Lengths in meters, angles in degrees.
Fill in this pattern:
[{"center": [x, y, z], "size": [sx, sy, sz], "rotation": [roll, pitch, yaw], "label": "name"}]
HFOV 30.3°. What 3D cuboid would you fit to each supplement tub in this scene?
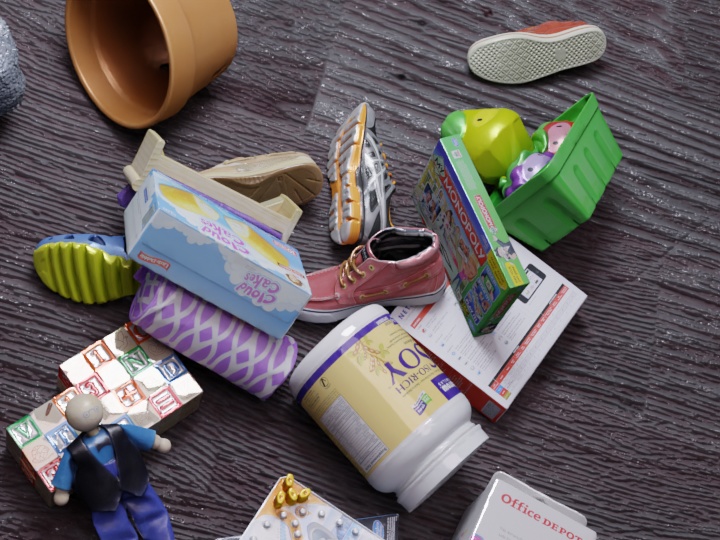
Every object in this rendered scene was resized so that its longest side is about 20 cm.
[{"center": [0.033, 0.155, 1.490], "size": [0.145, 0.146, 0.200], "rotation": [-38, 78, -27], "label": "supplement tub"}]

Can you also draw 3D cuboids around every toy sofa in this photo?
[{"center": [-0.176, -0.075, 1.536], "size": [0.199, 0.083, 0.098], "rotation": [26, 96, -23], "label": "toy sofa"}]

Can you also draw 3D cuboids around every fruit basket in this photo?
[{"center": [0.208, -0.150, 1.678], "size": [0.215, 0.155, 0.217], "rotation": [22, 51, -29], "label": "fruit basket"}]

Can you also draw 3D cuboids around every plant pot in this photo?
[{"center": [-0.246, -0.289, 1.625], "size": [0.140, 0.200, 0.200], "rotation": [-29, 73, -42], "label": "plant pot"}]

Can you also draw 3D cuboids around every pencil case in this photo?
[{"center": [-0.162, 0.065, 1.483], "size": [0.200, 0.084, 0.086], "rotation": [34, 22, -25], "label": "pencil case"}]

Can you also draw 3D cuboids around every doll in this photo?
[{"center": [-0.254, 0.217, 1.390], "size": [0.136, 0.048, 0.201], "rotation": [-30, 105, -25], "label": "doll"}]

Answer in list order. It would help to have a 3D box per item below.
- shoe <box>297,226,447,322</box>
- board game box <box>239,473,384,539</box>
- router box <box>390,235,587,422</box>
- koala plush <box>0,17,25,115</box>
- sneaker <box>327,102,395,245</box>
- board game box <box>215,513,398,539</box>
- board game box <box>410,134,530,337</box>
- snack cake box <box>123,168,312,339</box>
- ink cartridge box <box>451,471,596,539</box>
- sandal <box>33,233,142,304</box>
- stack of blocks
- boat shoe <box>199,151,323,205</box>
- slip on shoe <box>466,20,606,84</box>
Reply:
[{"center": [0.000, 0.000, 1.559], "size": [0.199, 0.091, 0.072], "rotation": [-7, 48, 4], "label": "shoe"}, {"center": [-0.048, 0.341, 1.374], "size": [0.199, 0.026, 0.200], "rotation": [33, 61, 3], "label": "board game box"}, {"center": [0.153, 0.053, 1.626], "size": [0.179, 0.049, 0.200], "rotation": [38, 61, 6], "label": "router box"}, {"center": [-0.511, -0.228, 1.531], "size": [0.200, 0.177, 0.184], "rotation": [-36, 87, -31], "label": "koala plush"}, {"center": [0.006, -0.116, 1.666], "size": [0.077, 0.078, 0.201], "rotation": [13, 64, -23], "label": "sneaker"}, {"center": [-0.064, 0.353, 1.414], "size": [0.198, 0.062, 0.201], "rotation": [8, 63, -9], "label": "board game box"}, {"center": [0.125, -0.040, 1.561], "size": [0.029, 0.135, 0.201], "rotation": [-15, 68, -20], "label": "board game box"}, {"center": [-0.157, -0.018, 1.454], "size": [0.199, 0.067, 0.115], "rotation": [30, 15, -24], "label": "snack cake box"}, {"center": [0.157, 0.335, 1.443], "size": [0.128, 0.125, 0.201], "rotation": [29, 61, 1], "label": "ink cartridge box"}, {"center": [-0.277, -0.010, 1.542], "size": [0.199, 0.080, 0.087], "rotation": [6, 30, -6], "label": "sandal"}, {"center": [-0.288, 0.151, 1.457], "size": [0.200, 0.059, 0.115], "rotation": [-34, 76, -26], "label": "stack of blocks"}, {"center": [-0.148, -0.102, 1.624], "size": [0.199, 0.072, 0.065], "rotation": [-10, 32, -13], "label": "boat shoe"}, {"center": [0.237, -0.304, 1.825], "size": [0.199, 0.074, 0.061], "rotation": [-13, 33, -14], "label": "slip on shoe"}]
